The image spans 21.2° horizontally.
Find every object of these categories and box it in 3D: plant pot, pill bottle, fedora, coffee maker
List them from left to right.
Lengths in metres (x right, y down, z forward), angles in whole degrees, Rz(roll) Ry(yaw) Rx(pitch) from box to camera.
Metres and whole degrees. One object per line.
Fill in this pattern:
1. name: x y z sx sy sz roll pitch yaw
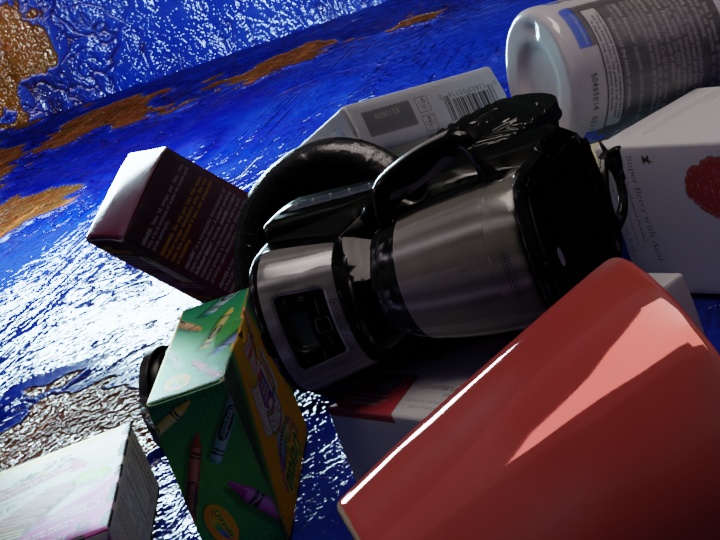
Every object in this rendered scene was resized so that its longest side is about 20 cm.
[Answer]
1. fedora: 0.000 0.000 1.471 0.199 0.202 0.091 -15 -8 22
2. coffee maker: 0.054 -0.004 1.207 0.199 0.136 0.192 -14 -8 27
3. plant pot: 0.098 0.123 0.898 0.177 0.201 0.200 -32 16 -4
4. pill bottle: 0.224 -0.168 1.498 0.199 0.115 0.114 -15 12 -21

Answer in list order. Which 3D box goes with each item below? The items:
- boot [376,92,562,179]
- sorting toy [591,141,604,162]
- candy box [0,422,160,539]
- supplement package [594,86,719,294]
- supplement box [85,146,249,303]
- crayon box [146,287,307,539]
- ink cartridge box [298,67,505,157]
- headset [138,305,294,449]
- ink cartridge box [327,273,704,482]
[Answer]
1. boot: 0.084 -0.010 1.357 0.200 0.169 0.076 -35 25 -16
2. sorting toy: 0.117 -0.028 1.587 0.197 0.070 0.200 -15 17 22
3. candy box: -0.214 0.184 1.315 0.135 0.061 0.200 -21 14 3
4. supplement package: 0.287 -0.060 1.365 0.119 0.122 0.199 -29 16 -31
5. supplement box: -0.110 -0.016 1.577 0.086 0.199 0.110 -64 21 -10
6. crayon box: -0.088 0.102 1.319 0.058 0.120 0.200 -19 15 7
7. ink cartridge box: 0.009 -0.093 1.601 0.159 0.048 0.200 -20 -11 -36
8. headset: -0.113 0.089 1.536 0.123 0.094 0.200 -22 30 1
9. ink cartridge box: 0.103 0.078 1.208 0.199 0.083 0.146 -31 17 -30
